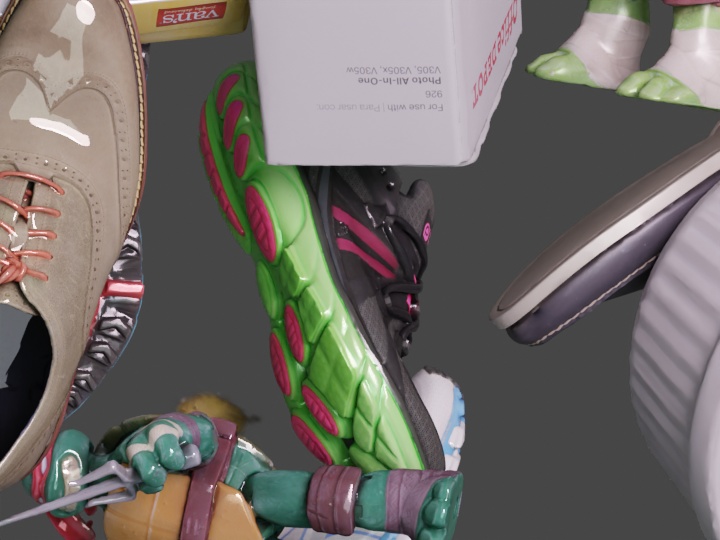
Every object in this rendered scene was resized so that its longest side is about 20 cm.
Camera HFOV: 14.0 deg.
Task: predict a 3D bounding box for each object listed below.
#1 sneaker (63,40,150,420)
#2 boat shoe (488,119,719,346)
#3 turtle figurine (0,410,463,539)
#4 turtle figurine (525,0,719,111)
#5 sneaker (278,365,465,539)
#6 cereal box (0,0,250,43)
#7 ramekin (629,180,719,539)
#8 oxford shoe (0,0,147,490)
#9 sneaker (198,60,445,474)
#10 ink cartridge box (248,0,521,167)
[{"bbox_3d":[-0.119,-0.024,1.167,0.079,0.096,0.200,11,78,-3],"label":"sneaker"},{"bbox_3d":[0.147,-0.018,1.243,0.200,0.073,0.063,-35,97,-13],"label":"boat shoe"},{"bbox_3d":[-0.065,0.100,1.136,0.200,0.101,0.150,11,135,7],"label":"turtle figurine"},{"bbox_3d":[0.108,-0.169,1.191,0.144,0.200,0.194,12,96,20],"label":"turtle figurine"},{"bbox_3d":[-0.032,0.117,1.213,0.087,0.075,0.200,34,85,-6],"label":"sneaker"},{"bbox_3d":[-0.129,-0.179,1.145,0.144,0.040,0.200,-8,66,-13],"label":"cereal box"},{"bbox_3d":[0.203,0.033,1.216,0.202,0.094,0.203,-14,122,-24],"label":"ramekin"},{"bbox_3d":[-0.118,-0.012,1.070,0.070,0.075,0.200,9,96,-4],"label":"oxford shoe"},{"bbox_3d":[0.000,0.000,1.187,0.084,0.077,0.200,-11,72,-23],"label":"sneaker"},{"bbox_3d":[0.008,-0.156,1.131,0.087,0.145,0.200,-1,115,13],"label":"ink cartridge box"}]
